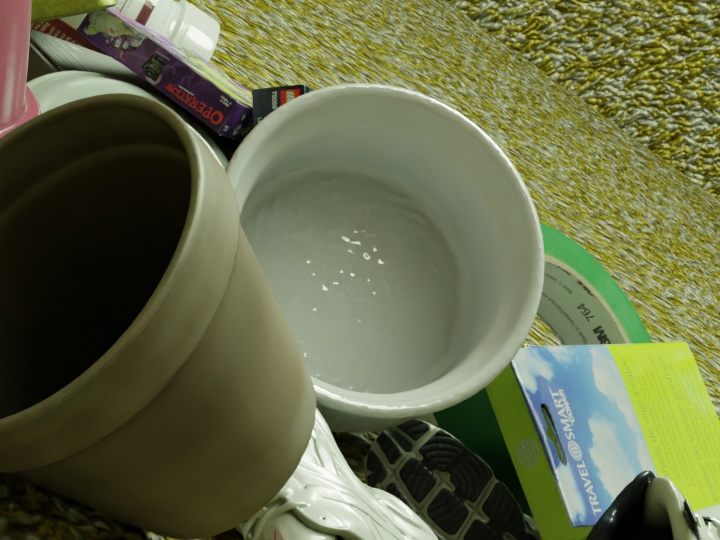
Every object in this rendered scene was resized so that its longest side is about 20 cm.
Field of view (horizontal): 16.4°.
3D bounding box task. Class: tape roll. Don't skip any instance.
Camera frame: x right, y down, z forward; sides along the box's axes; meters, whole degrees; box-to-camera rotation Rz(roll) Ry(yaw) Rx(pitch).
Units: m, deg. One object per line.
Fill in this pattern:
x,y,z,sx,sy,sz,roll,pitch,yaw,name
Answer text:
0.118,0.064,1.622,0.200,0.048,0.201,29,44,-31,tape roll

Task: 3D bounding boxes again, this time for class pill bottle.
-0.212,-0.201,1.879,0.200,0.114,0.114,34,14,-19,pill bottle

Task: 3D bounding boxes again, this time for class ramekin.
0.000,0.000,1.482,0.200,0.201,0.098,38,-23,-1,ramekin

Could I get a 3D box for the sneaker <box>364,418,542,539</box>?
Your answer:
0.078,0.174,1.541,0.200,0.078,0.080,46,-1,0,sneaker

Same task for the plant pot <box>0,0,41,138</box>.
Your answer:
-0.255,-0.142,1.334,0.199,0.180,0.200,16,23,-7,plant pot

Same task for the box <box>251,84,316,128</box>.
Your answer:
-0.022,-0.039,1.658,0.040,0.138,0.200,-4,-6,15,box

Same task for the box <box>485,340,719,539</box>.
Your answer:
0.155,0.106,1.549,0.199,0.048,0.122,0,63,-49,box

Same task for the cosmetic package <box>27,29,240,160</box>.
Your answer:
-0.166,-0.087,1.695,0.107,0.090,0.200,42,17,28,cosmetic package

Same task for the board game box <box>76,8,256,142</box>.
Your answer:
-0.104,-0.121,1.663,0.120,0.032,0.200,40,6,14,board game box

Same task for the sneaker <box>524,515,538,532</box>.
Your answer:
0.119,0.157,1.657,0.200,0.074,0.116,39,12,4,sneaker

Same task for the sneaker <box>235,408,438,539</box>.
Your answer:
-0.040,0.126,1.358,0.200,0.078,0.099,38,17,2,sneaker

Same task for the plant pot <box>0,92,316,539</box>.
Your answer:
-0.116,0.041,1.254,0.174,0.200,0.200,48,4,-41,plant pot

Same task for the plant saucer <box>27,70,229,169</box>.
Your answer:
-0.134,-0.045,1.530,0.199,0.050,0.201,23,48,-28,plant saucer

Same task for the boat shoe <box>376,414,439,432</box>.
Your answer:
0.030,0.078,1.635,0.199,0.068,0.072,0,80,-35,boat shoe

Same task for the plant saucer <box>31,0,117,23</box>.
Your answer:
-0.253,-0.196,1.628,0.200,0.199,0.048,-93,173,-72,plant saucer

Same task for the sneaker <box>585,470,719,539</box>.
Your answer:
0.193,0.162,1.454,0.198,0.130,0.080,-13,61,-26,sneaker
